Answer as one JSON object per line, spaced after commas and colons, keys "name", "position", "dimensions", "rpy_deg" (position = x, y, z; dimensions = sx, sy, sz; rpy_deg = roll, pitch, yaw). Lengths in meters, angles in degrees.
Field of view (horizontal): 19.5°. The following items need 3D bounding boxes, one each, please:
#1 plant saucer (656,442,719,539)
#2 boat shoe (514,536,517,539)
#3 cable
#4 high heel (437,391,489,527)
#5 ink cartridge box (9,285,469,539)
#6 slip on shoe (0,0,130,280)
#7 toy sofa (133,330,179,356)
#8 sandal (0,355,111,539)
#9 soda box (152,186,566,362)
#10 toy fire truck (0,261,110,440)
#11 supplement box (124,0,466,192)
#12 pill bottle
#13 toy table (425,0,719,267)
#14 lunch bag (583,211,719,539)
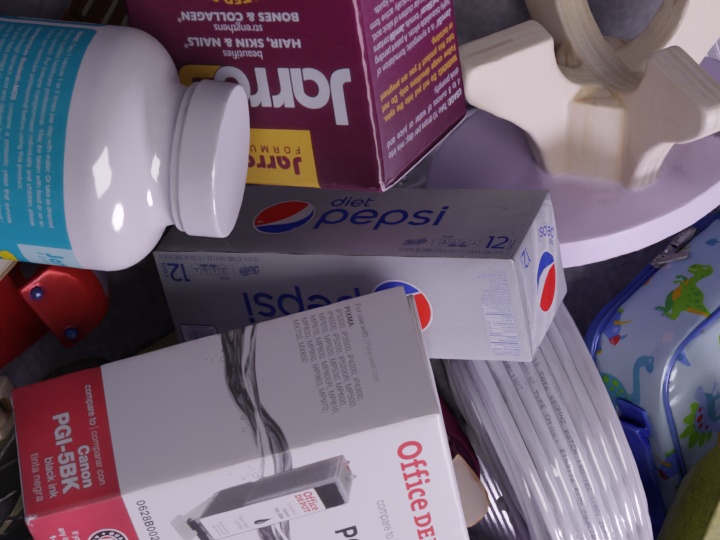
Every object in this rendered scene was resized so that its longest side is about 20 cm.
{"name": "plant saucer", "position": [0.206, 0.209, 1.192], "dimensions": [0.200, 0.048, 0.200], "rpy_deg": [42, 69, -45]}
{"name": "boat shoe", "position": [0.095, 0.188, 1.236], "dimensions": [0.199, 0.074, 0.066], "rpy_deg": [12, 78, 5]}
{"name": "cable", "position": [0.100, 0.086, 1.153], "dimensions": [0.069, 0.200, 0.200], "rpy_deg": [-23, 124, -2]}
{"name": "high heel", "position": [0.007, 0.057, 1.202], "dimensions": [0.067, 0.096, 0.200], "rpy_deg": [-40, 104, -3]}
{"name": "ink cartridge box", "position": [-0.053, 0.105, 1.023], "dimensions": [0.199, 0.083, 0.147], "rpy_deg": [-15, 138, 0]}
{"name": "slip on shoe", "position": [-0.153, -0.057, 1.050], "dimensions": [0.061, 0.076, 0.200], "rpy_deg": [29, 96, -45]}
{"name": "toy sofa", "position": [-0.044, 0.120, 1.163], "dimensions": [0.083, 0.098, 0.200], "rpy_deg": [-30, 124, 10]}
{"name": "sandal", "position": [-0.194, 0.114, 1.119], "dimensions": [0.080, 0.057, 0.201], "rpy_deg": [-1, 138, -45]}
{"name": "soda box", "position": [0.000, 0.000, 1.072], "dimensions": [0.199, 0.068, 0.064], "rpy_deg": [1, 123, 23]}
{"name": "toy fire truck", "position": [-0.205, 0.064, 1.043], "dimensions": [0.200, 0.141, 0.049], "rpy_deg": [-37, 120, -1]}
{"name": "supplement box", "position": [-0.037, -0.149, 0.984], "dimensions": [0.103, 0.130, 0.201], "rpy_deg": [-45, 132, -53]}
{"name": "pill bottle", "position": [-0.154, -0.059, 0.949], "dimensions": [0.199, 0.111, 0.111], "rpy_deg": [6, 118, 9]}
{"name": "toy table", "position": [0.127, -0.093, 1.096], "dimensions": [0.200, 0.184, 0.117], "rpy_deg": [-33, 143, -26]}
{"name": "lunch bag", "position": [0.212, 0.077, 1.247], "dimensions": [0.161, 0.082, 0.200], "rpy_deg": [-41, 130, -27]}
